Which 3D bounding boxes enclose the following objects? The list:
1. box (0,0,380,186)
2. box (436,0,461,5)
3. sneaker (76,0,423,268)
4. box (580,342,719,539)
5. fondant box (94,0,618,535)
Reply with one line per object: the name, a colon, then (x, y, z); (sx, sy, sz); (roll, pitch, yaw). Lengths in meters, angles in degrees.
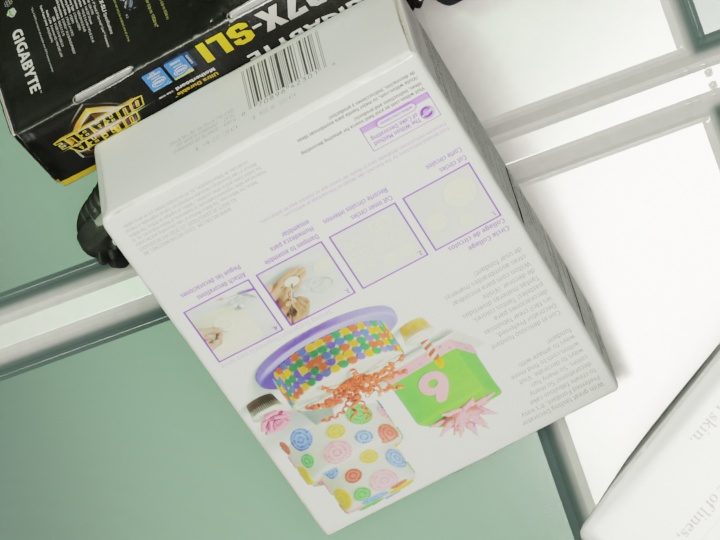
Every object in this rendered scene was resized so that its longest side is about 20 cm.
box: (-0.093, -0.155, 1.264); (0.159, 0.049, 0.201); (-27, 56, 8)
box: (0.058, -0.232, 1.257); (0.147, 0.104, 0.201); (-25, 88, 9)
sneaker: (-0.060, -0.088, 1.304); (0.200, 0.066, 0.091); (-45, 59, 23)
box: (0.202, 0.060, 1.196); (0.131, 0.199, 0.200); (39, 97, 5)
fondant box: (0.000, 0.000, 1.244); (0.144, 0.058, 0.200); (-27, 124, 9)
